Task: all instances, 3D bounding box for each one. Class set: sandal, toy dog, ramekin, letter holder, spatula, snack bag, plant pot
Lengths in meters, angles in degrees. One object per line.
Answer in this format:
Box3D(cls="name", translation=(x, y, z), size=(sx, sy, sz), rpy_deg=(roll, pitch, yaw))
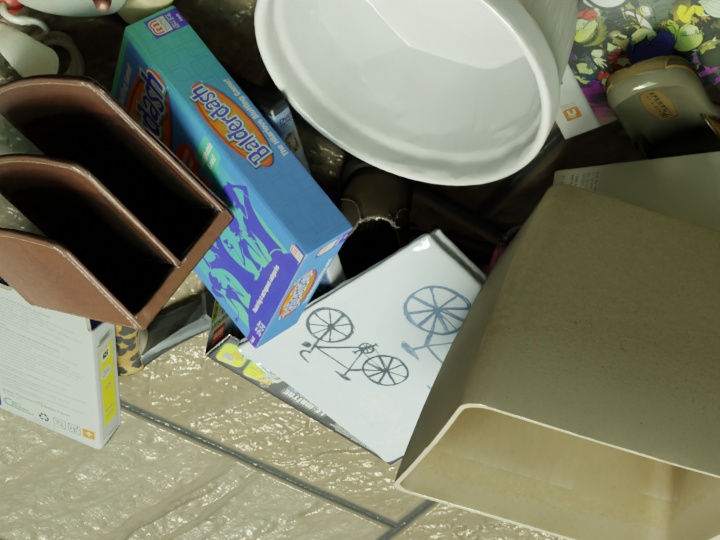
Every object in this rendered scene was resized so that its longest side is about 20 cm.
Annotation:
Box3D(cls="sandal", translation=(0.236, -0.090, 0.923), size=(0.080, 0.054, 0.200), rpy_deg=(-23, 151, 28))
Box3D(cls="toy dog", translation=(-0.215, -0.178, 0.873), size=(0.132, 0.096, 0.200), rpy_deg=(35, 127, -26))
Box3D(cls="ramekin", translation=(0.043, -0.159, 0.829), size=(0.200, 0.105, 0.200), rpy_deg=(19, 149, 12))
Box3D(cls="letter holder", translation=(-0.206, -0.050, 0.883), size=(0.142, 0.101, 0.200), rpy_deg=(47, 158, -27))
Box3D(cls="spatula", translation=(0.040, -0.027, 1.050), size=(0.200, 0.021, 0.057), rpy_deg=(12, 134, -8))
Box3D(cls="snack bag", translation=(0.037, 0.067, 0.997), size=(0.200, 0.021, 0.189), rpy_deg=(-31, 125, 30))
Box3D(cls="plant pot", translation=(0.155, 0.063, 0.844), size=(0.200, 0.177, 0.200), rpy_deg=(17, 155, -4))

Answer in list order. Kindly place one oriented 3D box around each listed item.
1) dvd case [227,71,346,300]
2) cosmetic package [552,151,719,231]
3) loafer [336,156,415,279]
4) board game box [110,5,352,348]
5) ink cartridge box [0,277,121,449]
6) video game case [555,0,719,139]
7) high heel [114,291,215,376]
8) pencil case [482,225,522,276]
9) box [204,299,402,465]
Box3D(cls="dvd case", translation=(-0.079, -0.066, 0.964), size=(0.143, 0.018, 0.200), rpy_deg=(29, 150, 39))
Box3D(cls="cosmetic package", translation=(0.241, -0.026, 0.910), size=(0.200, 0.073, 0.104), rpy_deg=(-4, 148, 33))
Box3D(cls="loafer", translation=(0.000, 0.000, 1.013), size=(0.073, 0.071, 0.200), rpy_deg=(5, 136, 2))
Box3D(cls="board game box", translation=(-0.101, -0.061, 0.907), size=(0.200, 0.045, 0.152), rpy_deg=(51, 150, 12))
Box3D(cls="ink cartridge box", translation=(-0.298, 0.043, 1.089), size=(0.197, 0.047, 0.200), rpy_deg=(22, 134, 13))
Box3D(cls="video game case", translation=(0.194, -0.193, 0.870), size=(0.200, 0.036, 0.181), rpy_deg=(-19, 131, 21))
Box3D(cls="high heel", translation=(-0.227, 0.019, 1.080), size=(0.142, 0.072, 0.200), rpy_deg=(-26, 133, 23))
Box3D(cls="pencil case", translation=(0.104, 0.046, 1.054), size=(0.086, 0.083, 0.200), rpy_deg=(22, 142, -11))
Box3D(cls="box", translation=(-0.034, 0.071, 1.089), size=(0.200, 0.110, 0.035), rpy_deg=(33, 127, -26))
